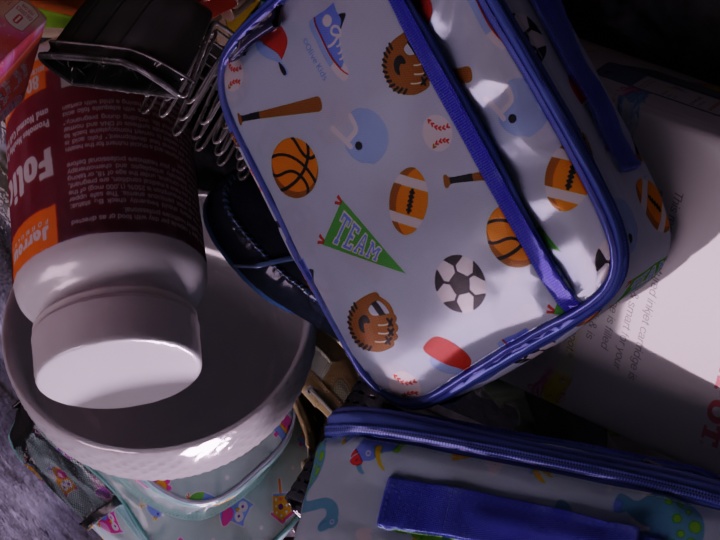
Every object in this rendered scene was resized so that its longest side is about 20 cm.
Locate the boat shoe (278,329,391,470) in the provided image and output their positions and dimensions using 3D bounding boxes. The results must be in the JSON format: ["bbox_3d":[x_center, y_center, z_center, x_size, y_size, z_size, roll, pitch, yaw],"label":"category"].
[{"bbox_3d":[-0.012,0.122,1.072,0.071,0.076,0.201,8,135,40],"label":"boat shoe"}]

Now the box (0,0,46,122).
[{"bbox_3d":[-0.275,-0.144,0.811,0.200,0.103,0.095,42,151,-1],"label":"box"}]

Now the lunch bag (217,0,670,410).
[{"bbox_3d":[0.032,-0.056,0.654,0.160,0.075,0.202,-33,82,37],"label":"lunch bag"}]

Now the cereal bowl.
[{"bbox_3d":[-0.122,0.048,0.990,0.199,0.201,0.084,29,153,23],"label":"cereal bowl"}]

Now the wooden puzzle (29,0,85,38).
[{"bbox_3d":[-0.227,-0.176,0.916,0.184,0.038,0.199,10,171,43],"label":"wooden puzzle"}]

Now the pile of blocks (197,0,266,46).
[{"bbox_3d":[-0.050,-0.155,0.801,0.082,0.062,0.200,44,149,0],"label":"pile of blocks"}]

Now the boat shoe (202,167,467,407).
[{"bbox_3d":[0.000,0.000,0.929,0.199,0.085,0.069,33,151,-15],"label":"boat shoe"}]

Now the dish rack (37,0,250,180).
[{"bbox_3d":[-0.060,-0.082,0.831,0.199,0.055,0.153,33,173,-30],"label":"dish rack"}]

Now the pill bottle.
[{"bbox_3d":[-0.151,-0.029,0.920,0.114,0.113,0.202,116,148,-58],"label":"pill bottle"}]

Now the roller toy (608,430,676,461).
[{"bbox_3d":[0.158,0.184,0.835,0.182,0.139,0.202,32,104,37],"label":"roller toy"}]

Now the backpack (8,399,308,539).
[{"bbox_3d":[-0.124,0.122,1.103,0.201,0.176,0.153,51,147,-4],"label":"backpack"}]

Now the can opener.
[{"bbox_3d":[0.082,0.037,0.812,0.201,0.052,0.067,58,141,44],"label":"can opener"}]

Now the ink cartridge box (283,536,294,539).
[{"bbox_3d":[-0.022,0.226,1.174,0.199,0.108,0.051,-10,79,56],"label":"ink cartridge box"}]

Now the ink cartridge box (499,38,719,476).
[{"bbox_3d":[0.120,-0.013,0.700,0.199,0.087,0.147,24,116,31],"label":"ink cartridge box"}]

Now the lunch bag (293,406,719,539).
[{"bbox_3d":[0.076,0.123,0.683,0.197,0.083,0.161,9,162,16],"label":"lunch bag"}]

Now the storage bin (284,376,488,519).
[{"bbox_3d":[0.055,0.166,0.980,0.134,0.094,0.200,21,158,33],"label":"storage bin"}]
